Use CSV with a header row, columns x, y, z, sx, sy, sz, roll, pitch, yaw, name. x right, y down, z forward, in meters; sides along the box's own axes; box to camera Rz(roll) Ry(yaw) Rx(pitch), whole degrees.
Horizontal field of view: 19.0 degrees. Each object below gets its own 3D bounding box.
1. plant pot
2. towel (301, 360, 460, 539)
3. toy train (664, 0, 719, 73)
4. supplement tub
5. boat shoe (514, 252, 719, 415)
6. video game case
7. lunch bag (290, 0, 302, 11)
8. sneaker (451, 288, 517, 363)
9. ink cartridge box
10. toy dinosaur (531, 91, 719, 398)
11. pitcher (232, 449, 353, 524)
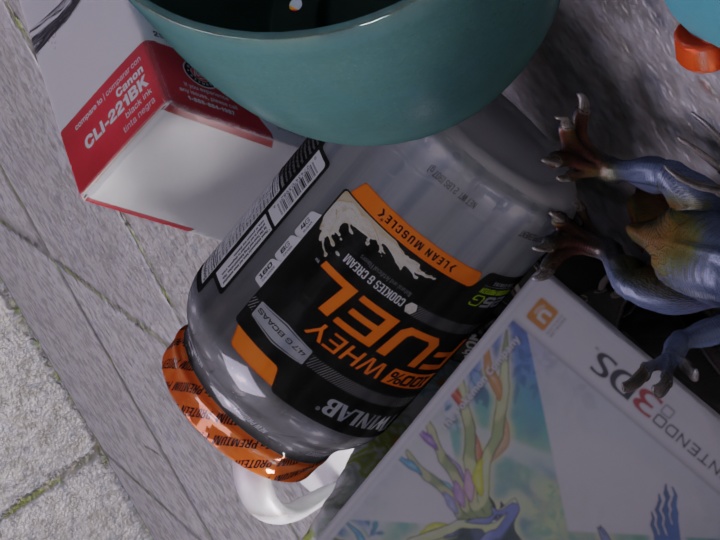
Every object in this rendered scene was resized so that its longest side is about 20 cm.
x,y,z,sx,sy,sz,roll,pitch,yaw,name
-0.001,-0.144,0.888,0.201,0.200,0.161,48,175,28,plant pot
0.077,0.120,1.105,0.171,0.200,0.048,28,130,2,towel
0.146,-0.133,0.715,0.151,0.055,0.200,58,162,-4,toy train
0.000,0.000,1.036,0.122,0.200,0.123,34,-159,-16,supplement tub
0.155,0.037,1.025,0.200,0.067,0.057,44,141,23,boat shoe
0.087,0.132,0.982,0.182,0.200,0.022,40,-177,19,video game case
-0.036,-0.171,1.077,0.200,0.128,0.170,41,162,-4,lunch bag
0.100,0.038,1.105,0.201,0.098,0.071,48,153,25,sneaker
-0.103,-0.122,1.209,0.144,0.084,0.201,17,-141,-43,ink cartridge box
0.163,-0.016,0.919,0.181,0.200,0.106,21,109,28,toy dinosaur
-0.011,0.084,1.213,0.121,0.172,0.200,2,152,26,pitcher
